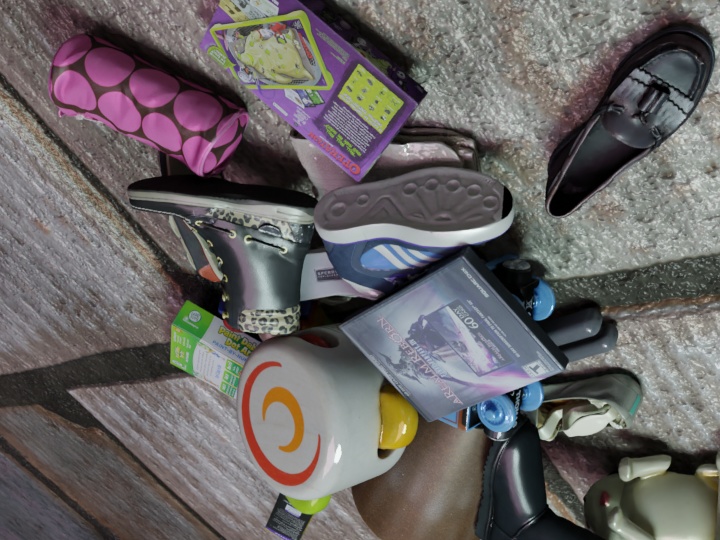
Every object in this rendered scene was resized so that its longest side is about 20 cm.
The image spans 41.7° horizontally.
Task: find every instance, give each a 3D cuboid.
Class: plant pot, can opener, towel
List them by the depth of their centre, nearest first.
[{"bbox_3d":[0.032,-0.084,0.947,0.199,0.035,0.133,7,137,28],"label":"towel"},{"bbox_3d":[0.186,0.099,1.029,0.053,0.067,0.200,42,143,-18],"label":"can opener"},{"bbox_3d":[0.104,0.219,1.154,0.186,0.187,0.201,26,131,5],"label":"plant pot"}]

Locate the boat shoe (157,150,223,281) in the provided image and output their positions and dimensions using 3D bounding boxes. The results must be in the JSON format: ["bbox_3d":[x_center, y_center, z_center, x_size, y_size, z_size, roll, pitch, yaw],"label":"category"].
[{"bbox_3d":[-0.190,-0.068,1.087,0.062,0.071,0.201,16,140,37],"label":"boat shoe"}]

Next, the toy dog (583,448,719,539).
[{"bbox_3d":[0.354,0.282,1.100,0.199,0.140,0.194,-8,155,40],"label":"toy dog"}]

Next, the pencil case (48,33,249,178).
[{"bbox_3d":[-0.219,-0.165,0.978,0.199,0.091,0.094,27,109,7],"label":"pencil case"}]

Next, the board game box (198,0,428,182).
[{"bbox_3d":[-0.047,-0.183,0.859,0.200,0.032,0.120,40,134,-2],"label":"board game box"}]

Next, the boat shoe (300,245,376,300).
[{"bbox_3d":[0.000,0.000,1.037,0.199,0.066,0.072,-8,101,24],"label":"boat shoe"}]

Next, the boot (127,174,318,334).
[{"bbox_3d":[-0.149,-0.016,1.002,0.202,0.074,0.155,7,111,3],"label":"boot"}]

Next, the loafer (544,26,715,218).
[{"bbox_3d":[0.213,-0.109,0.769,0.072,0.063,0.200,31,144,-3],"label":"loafer"}]

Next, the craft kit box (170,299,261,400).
[{"bbox_3d":[-0.167,0.134,1.294,0.197,0.049,0.200,28,157,-2],"label":"craft kit box"}]

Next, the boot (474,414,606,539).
[{"bbox_3d":[0.220,0.274,1.062,0.168,0.076,0.201,27,129,31],"label":"boot"}]

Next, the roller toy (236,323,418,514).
[{"bbox_3d":[-0.037,0.153,1.065,0.200,0.139,0.183,-51,61,39],"label":"roller toy"}]

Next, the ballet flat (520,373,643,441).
[{"bbox_3d":[0.228,0.162,1.079,0.067,0.064,0.200,46,141,-21],"label":"ballet flat"}]

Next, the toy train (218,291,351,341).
[{"bbox_3d":[-0.060,0.053,1.144,0.199,0.085,0.116,0,151,24],"label":"toy train"}]

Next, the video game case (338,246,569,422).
[{"bbox_3d":[0.083,0.069,0.912,0.143,0.019,0.200,47,138,-9],"label":"video game case"}]

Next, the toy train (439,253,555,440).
[{"bbox_3d":[0.130,0.077,0.977,0.114,0.086,0.201,18,116,35],"label":"toy train"}]

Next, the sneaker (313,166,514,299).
[{"bbox_3d":[0.063,-0.023,0.917,0.199,0.081,0.147,-3,147,21],"label":"sneaker"}]

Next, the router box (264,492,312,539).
[{"bbox_3d":[-0.050,0.243,1.246,0.052,0.200,0.158,27,145,4],"label":"router box"}]
